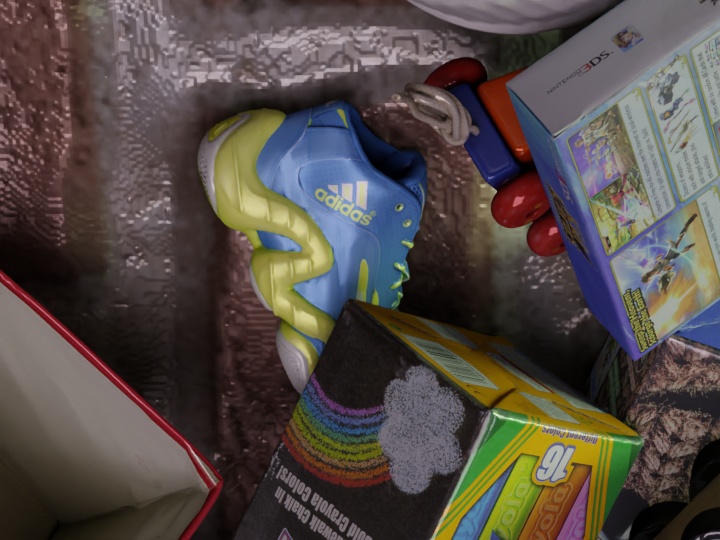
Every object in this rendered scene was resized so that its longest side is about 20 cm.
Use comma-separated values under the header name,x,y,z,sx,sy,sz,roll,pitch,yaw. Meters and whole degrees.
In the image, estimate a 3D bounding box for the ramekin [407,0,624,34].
name,x,y,z,sx,sy,sz,roll,pitch,yaw
ramekin,0.058,-0.205,1.289,0.202,0.094,0.203,3,99,23

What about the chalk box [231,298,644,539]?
name,x,y,z,sx,sy,sz,roll,pitch,yaw
chalk box,0.026,0.136,1.449,0.124,0.125,0.201,13,108,-45

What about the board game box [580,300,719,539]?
name,x,y,z,sx,sy,sz,roll,pitch,yaw
board game box,0.191,0.111,1.516,0.159,0.097,0.200,17,119,-8

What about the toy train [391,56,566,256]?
name,x,y,z,sx,sy,sz,roll,pitch,yaw
toy train,0.094,-0.084,1.366,0.116,0.200,0.085,-34,71,8

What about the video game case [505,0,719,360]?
name,x,y,z,sx,sy,sz,roll,pitch,yaw
video game case,0.170,-0.071,1.355,0.181,0.045,0.200,-36,145,-7

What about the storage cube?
name,x,y,z,sx,sy,sz,roll,pitch,yaw
storage cube,-0.213,0.126,1.460,0.200,0.171,0.180,43,148,-17

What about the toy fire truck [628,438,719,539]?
name,x,y,z,sx,sy,sz,roll,pitch,yaw
toy fire truck,0.210,0.201,1.456,0.200,0.129,0.176,38,116,-7

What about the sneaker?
name,x,y,z,sx,sy,sz,roll,pitch,yaw
sneaker,0.000,0.000,1.473,0.105,0.076,0.200,-22,116,14
